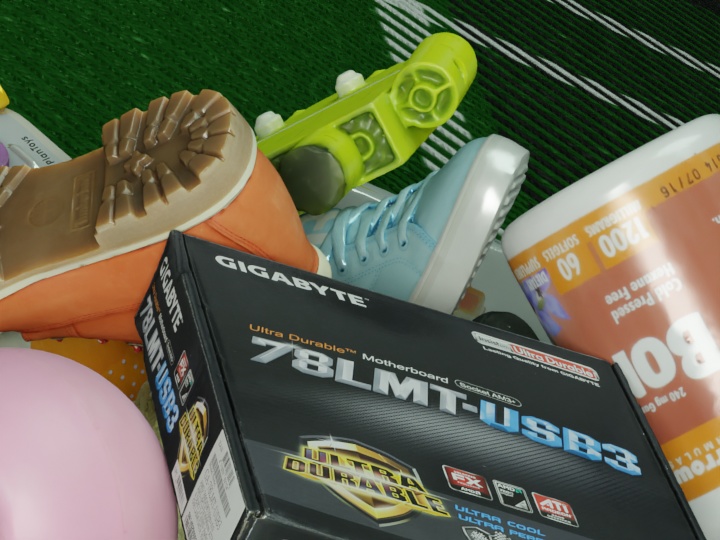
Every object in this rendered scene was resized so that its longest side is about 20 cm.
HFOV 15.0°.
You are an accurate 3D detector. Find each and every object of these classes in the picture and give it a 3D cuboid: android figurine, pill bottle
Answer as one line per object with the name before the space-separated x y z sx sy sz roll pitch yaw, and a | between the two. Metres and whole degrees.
android figurine | -0.027 -0.053 1.250 0.041 0.182 0.200 61 20 -9
pill bottle | 0.151 0.045 1.132 0.200 0.112 0.112 61 23 4

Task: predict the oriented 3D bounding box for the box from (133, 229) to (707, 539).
box | 0.026 0.075 0.983 0.200 0.050 0.199 18 25 -20

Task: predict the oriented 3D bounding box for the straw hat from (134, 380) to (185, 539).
straw hat | -0.010 0.114 1.110 0.200 0.085 0.201 4 48 -4

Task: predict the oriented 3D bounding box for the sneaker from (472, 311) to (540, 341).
sneaker | 0.119 0.085 1.241 0.075 0.115 0.200 11 50 -44

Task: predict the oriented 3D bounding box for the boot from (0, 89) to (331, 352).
boot | -0.110 0.006 1.096 0.107 0.200 0.075 49 35 -42

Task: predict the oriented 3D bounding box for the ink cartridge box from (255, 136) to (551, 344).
ink cartridge box | 0.000 -0.003 1.432 0.200 0.084 0.145 23 3 -15

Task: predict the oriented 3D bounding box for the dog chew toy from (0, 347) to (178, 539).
dog chew toy | -0.158 0.093 0.930 0.200 0.125 0.124 -6 36 -47

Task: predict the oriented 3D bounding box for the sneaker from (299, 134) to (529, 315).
sneaker | 0.000 0.000 1.190 0.082 0.200 0.074 31 43 -5

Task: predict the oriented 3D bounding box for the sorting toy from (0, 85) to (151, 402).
sorting toy | -0.210 -0.001 1.192 0.180 0.107 0.200 -18 45 -40
